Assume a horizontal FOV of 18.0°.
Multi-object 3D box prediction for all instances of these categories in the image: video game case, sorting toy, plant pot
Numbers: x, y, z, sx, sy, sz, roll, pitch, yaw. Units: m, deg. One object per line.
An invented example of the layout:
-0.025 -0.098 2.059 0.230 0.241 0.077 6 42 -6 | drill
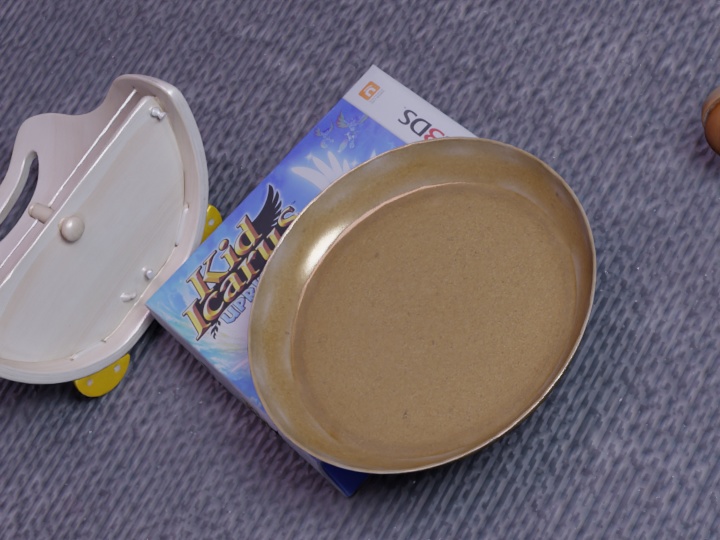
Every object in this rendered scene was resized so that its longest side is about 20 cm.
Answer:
0.000 0.000 1.292 0.200 0.045 0.181 -46 47 -6 | video game case
-0.194 -0.025 1.397 0.179 0.107 0.201 23 72 47 | sorting toy
0.034 0.021 1.211 0.198 0.028 0.201 -13 56 19 | plant pot

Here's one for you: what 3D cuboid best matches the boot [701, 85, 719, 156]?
0.247 -0.024 1.146 0.199 0.074 0.156 3 64 35 | boot
